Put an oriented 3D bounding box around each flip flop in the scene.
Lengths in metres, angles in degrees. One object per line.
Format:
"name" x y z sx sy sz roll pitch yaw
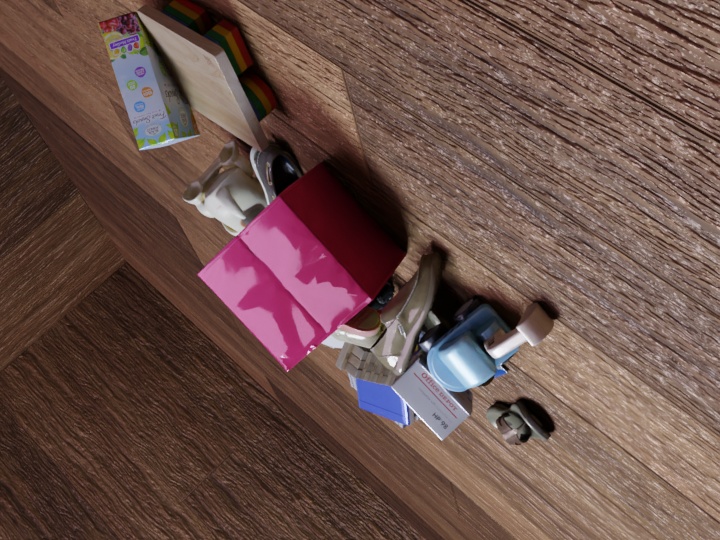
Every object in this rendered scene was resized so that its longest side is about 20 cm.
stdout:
"flip flop" 0.254 0.262 1.709 0.081 0.058 0.200 49 164 -7

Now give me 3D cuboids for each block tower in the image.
"block tower" 0.054 0.175 1.833 0.200 0.054 0.058 16 -171 -35

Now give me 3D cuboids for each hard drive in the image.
"hard drive" 0.039 0.186 1.946 0.132 0.025 0.201 14 120 42

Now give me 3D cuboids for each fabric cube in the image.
"fabric cube" -0.085 -0.009 1.542 0.199 0.200 0.196 47 -154 -5

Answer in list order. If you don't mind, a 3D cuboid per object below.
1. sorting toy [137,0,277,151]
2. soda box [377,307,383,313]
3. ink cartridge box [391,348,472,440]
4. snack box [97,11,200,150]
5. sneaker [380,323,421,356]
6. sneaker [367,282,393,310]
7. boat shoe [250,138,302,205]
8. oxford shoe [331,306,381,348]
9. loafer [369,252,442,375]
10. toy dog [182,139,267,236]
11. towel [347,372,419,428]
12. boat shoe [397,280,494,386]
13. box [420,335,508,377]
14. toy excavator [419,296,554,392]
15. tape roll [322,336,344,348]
"sorting toy" -0.217 -0.303 1.534 0.200 0.070 0.199 35 160 36
"soda box" 0.025 0.082 1.857 0.200 0.064 0.068 30 158 44
"ink cartridge box" 0.112 0.189 1.584 0.116 0.067 0.200 46 -173 3
"snack box" -0.329 -0.297 1.613 0.169 0.067 0.201 -68 -37 -79
"sneaker" 0.102 0.147 1.762 0.075 0.090 0.200 10 141 52
"sneaker" 0.000 0.000 1.712 0.079 0.074 0.200 45 165 25
"boat shoe" -0.120 -0.127 1.708 0.060 0.072 0.202 35 157 49
"oxford shoe" -0.057 0.081 1.723 0.199 0.071 0.074 24 142 23
"loafer" 0.066 0.061 1.498 0.067 0.201 0.076 20 -161 4
"toy dog" -0.185 -0.112 1.820 0.200 0.140 0.194 40 177 -28
"towel" 0.056 0.218 2.079 0.165 0.086 0.200 37 160 25
"boat shoe" 0.131 0.095 1.573 0.201 0.072 0.066 54 142 -5
"box" 0.141 0.115 1.665 0.200 0.048 0.122 47 165 3
"toy excavator" 0.178 0.105 1.417 0.100 0.194 0.200 49 -168 -7
"tape roll" -0.080 0.057 1.830 0.202 0.037 0.203 29 150 19
